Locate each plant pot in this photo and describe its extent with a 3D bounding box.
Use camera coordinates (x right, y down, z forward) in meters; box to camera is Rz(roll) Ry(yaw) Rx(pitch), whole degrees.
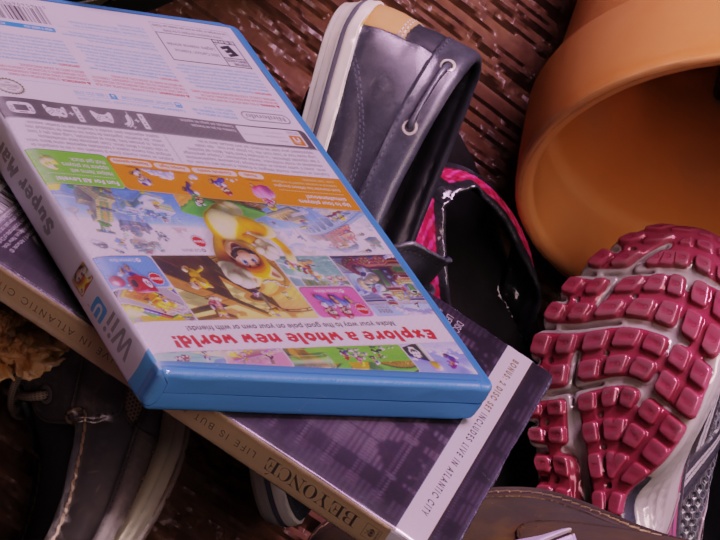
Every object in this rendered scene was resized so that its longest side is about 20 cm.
[{"bbox_3d":[0.164,-0.084,1.159,0.200,0.200,0.140,24,53,-28],"label":"plant pot"}]

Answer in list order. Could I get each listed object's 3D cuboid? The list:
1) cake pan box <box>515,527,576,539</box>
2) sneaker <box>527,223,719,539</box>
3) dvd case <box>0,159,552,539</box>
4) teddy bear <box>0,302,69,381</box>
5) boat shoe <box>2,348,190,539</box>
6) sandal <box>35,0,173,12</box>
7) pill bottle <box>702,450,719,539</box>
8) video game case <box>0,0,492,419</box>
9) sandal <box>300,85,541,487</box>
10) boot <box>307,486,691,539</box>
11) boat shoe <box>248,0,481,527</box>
[{"bbox_3d":[0.012,0.196,0.999,0.052,0.200,0.185,-10,86,-50],"label":"cake pan box"},{"bbox_3d":[0.104,0.079,1.135,0.075,0.080,0.201,15,93,-57],"label":"sneaker"},{"bbox_3d":[-0.037,0.015,0.973,0.200,0.016,0.149,33,28,3],"label":"dvd case"},{"bbox_3d":[-0.183,0.011,0.928,0.200,0.145,0.067,-31,145,-65],"label":"teddy bear"},{"bbox_3d":[-0.098,0.037,1.034,0.073,0.074,0.201,29,59,-16],"label":"boat shoe"},{"bbox_3d":[-0.047,-0.142,1.088,0.200,0.080,0.058,-18,78,-34],"label":"sandal"},{"bbox_3d":[0.238,0.080,1.216,0.199,0.112,0.112,-7,86,-34],"label":"pill bottle"},{"bbox_3d":[-0.057,-0.025,0.980,0.143,0.018,0.200,5,38,-41],"label":"video game case"},{"bbox_3d":[0.043,0.005,1.139,0.075,0.045,0.200,-34,101,-31],"label":"sandal"},{"bbox_3d":[0.064,0.112,1.043,0.097,0.199,0.075,39,58,-70],"label":"boot"},{"bbox_3d":[0.000,0.000,1.075,0.062,0.075,0.201,13,88,11],"label":"boat shoe"}]
